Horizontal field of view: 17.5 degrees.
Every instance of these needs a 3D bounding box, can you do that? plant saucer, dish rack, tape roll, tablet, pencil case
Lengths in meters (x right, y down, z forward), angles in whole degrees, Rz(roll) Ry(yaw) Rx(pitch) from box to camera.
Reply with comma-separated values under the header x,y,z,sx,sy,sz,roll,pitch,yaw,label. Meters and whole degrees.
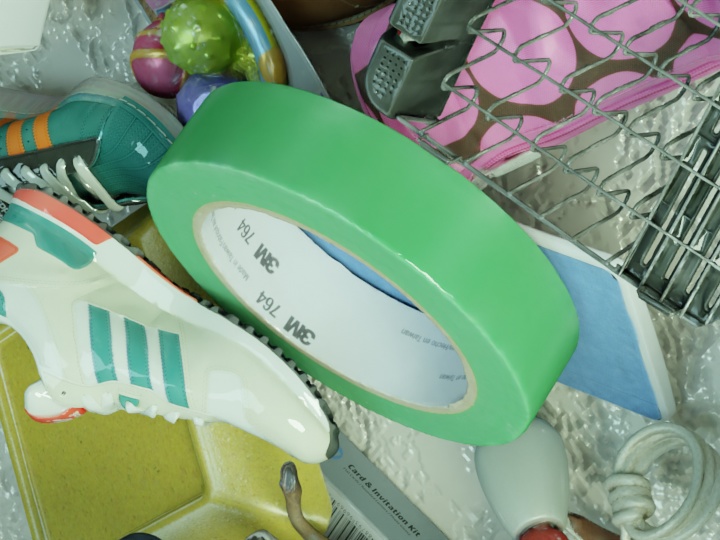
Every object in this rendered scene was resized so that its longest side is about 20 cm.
x,y,z,sx,sy,sz,roll,pitch,yaw,label
-0.121,0.072,1.192,0.200,0.048,0.201,-31,70,40,plant saucer
0.102,-0.081,0.916,0.200,0.054,0.154,36,119,20,dish rack
0.000,0.000,1.033,0.200,0.048,0.201,30,159,13,tape roll
0.046,0.001,1.058,0.199,0.014,0.130,20,154,30,tablet
0.096,-0.102,0.994,0.199,0.090,0.094,-24,72,36,pencil case

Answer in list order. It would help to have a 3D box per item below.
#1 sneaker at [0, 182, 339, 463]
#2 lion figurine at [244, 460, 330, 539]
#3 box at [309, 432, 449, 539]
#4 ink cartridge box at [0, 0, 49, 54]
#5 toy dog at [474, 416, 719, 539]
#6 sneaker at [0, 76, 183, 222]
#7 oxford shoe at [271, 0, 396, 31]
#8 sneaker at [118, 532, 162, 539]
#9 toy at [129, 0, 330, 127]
x,y,z,sx,sy,sz,roll,pitch,yaw,label
-0.105,0.048,1.098,0.199,0.070,0.094,36,82,8,sneaker
0.017,0.188,1.088,0.072,0.122,0.201,-23,72,14,lion figurine
-0.017,0.201,1.189,0.156,0.041,0.201,43,123,18,box
-0.225,-0.214,1.164,0.200,0.084,0.147,42,125,39,ink cartridge box
0.105,0.171,1.057,0.131,0.096,0.201,-1,67,25,toy dog
-0.158,-0.046,1.173,0.199,0.080,0.071,3,140,49,sneaker
0.000,-0.153,1.056,0.199,0.071,0.072,-18,94,47,oxford shoe
-0.092,0.216,1.079,0.108,0.070,0.201,28,120,37,sneaker
-0.085,-0.114,1.124,0.201,0.047,0.115,62,153,9,toy
